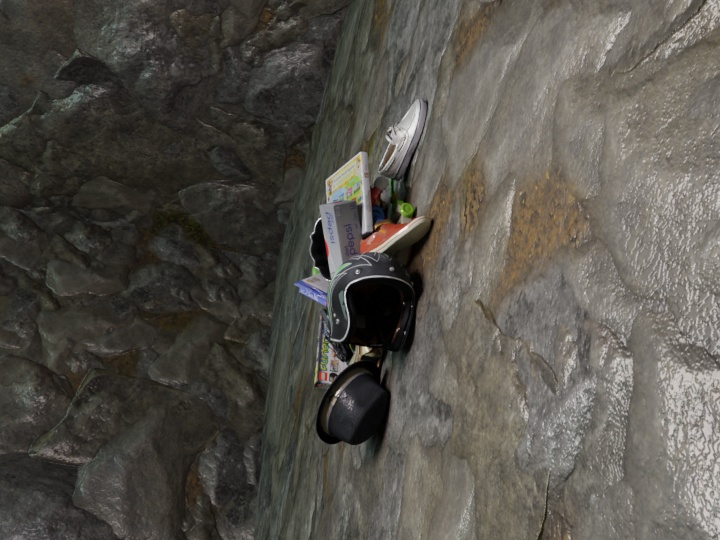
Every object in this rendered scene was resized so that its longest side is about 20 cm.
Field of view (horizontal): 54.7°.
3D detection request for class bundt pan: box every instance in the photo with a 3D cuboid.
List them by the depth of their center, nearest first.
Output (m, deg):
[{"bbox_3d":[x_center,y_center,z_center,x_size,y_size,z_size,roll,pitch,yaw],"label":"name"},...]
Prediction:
[{"bbox_3d":[-0.026,-0.061,1.764,0.076,0.198,0.207,-3,-74,-69],"label":"bundt pan"}]

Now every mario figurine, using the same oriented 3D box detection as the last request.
[{"bbox_3d":[0.042,-0.133,1.623,0.123,0.106,0.202,-36,40,15],"label":"mario figurine"}]

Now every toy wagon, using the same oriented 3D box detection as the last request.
[{"bbox_3d":[0.086,-0.089,1.588,0.156,0.039,0.204,120,157,-57],"label":"toy wagon"}]

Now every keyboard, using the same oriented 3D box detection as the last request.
[{"bbox_3d":[-0.057,0.184,1.707,0.202,0.039,0.104,59,-173,26],"label":"keyboard"}]

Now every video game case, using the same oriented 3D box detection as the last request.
[{"bbox_3d":[-0.029,-0.154,1.620,0.199,0.022,0.186,-25,66,61],"label":"video game case"}]

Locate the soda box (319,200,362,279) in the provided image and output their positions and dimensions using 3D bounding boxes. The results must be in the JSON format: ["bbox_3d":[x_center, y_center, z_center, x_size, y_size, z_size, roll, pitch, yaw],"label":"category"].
[{"bbox_3d":[-0.036,-0.051,1.545,0.068,0.062,0.205,9,111,57],"label":"soda box"}]

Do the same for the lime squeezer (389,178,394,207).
[{"bbox_3d":[0.093,-0.263,1.737,0.070,0.037,0.204,27,109,44],"label":"lime squeezer"}]

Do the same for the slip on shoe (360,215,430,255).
[{"bbox_3d":[0.066,-0.073,1.462,0.199,0.073,0.062,-29,70,44],"label":"slip on shoe"}]

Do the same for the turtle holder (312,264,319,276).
[{"bbox_3d":[-0.058,0.040,1.974,0.185,0.140,0.133,41,147,30],"label":"turtle holder"}]

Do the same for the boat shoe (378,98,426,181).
[{"bbox_3d":[0.094,-0.313,1.645,0.071,0.068,0.203,-105,33,-58],"label":"boat shoe"}]

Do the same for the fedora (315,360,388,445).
[{"bbox_3d":[-0.003,0.299,1.494,0.091,0.198,0.205,30,113,38],"label":"fedora"}]

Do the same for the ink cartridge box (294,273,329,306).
[{"bbox_3d":[-0.071,0.048,1.773,0.199,0.118,0.043,-18,-52,-58],"label":"ink cartridge box"}]

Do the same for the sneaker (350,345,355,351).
[{"bbox_3d":[-0.009,0.112,1.771,0.077,0.074,0.202,-95,21,-50],"label":"sneaker"}]

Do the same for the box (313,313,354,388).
[{"bbox_3d":[-0.061,0.214,1.837,0.035,0.108,0.204,120,157,-56],"label":"box"}]

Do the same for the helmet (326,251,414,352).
[{"bbox_3d":[0.020,0.060,1.434,0.200,0.196,0.195,165,115,-76],"label":"helmet"}]

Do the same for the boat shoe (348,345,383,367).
[{"bbox_3d":[0.025,0.176,1.586,0.074,0.074,0.205,-149,67,-66],"label":"boat shoe"}]
